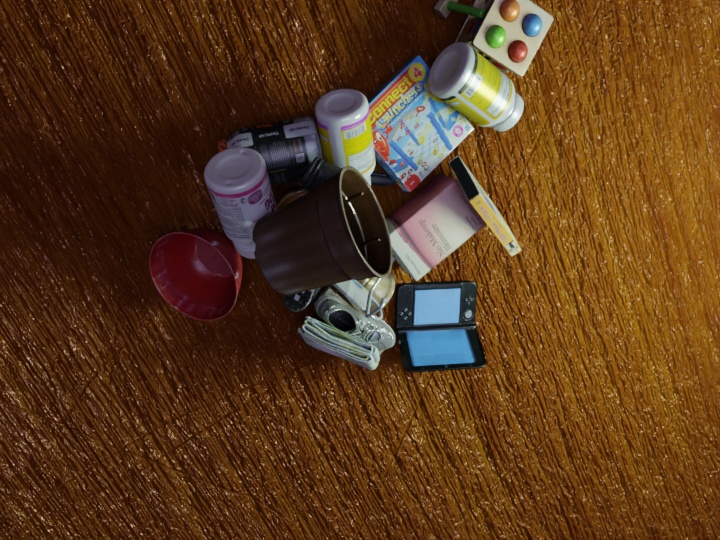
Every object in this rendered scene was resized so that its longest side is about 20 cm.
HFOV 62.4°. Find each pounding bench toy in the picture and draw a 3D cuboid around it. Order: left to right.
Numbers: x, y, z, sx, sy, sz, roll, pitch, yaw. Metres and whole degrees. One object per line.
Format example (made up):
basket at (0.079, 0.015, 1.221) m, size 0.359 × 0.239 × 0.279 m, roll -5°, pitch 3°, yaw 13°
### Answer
pounding bench toy at (0.253, -0.493, 1.190) m, size 0.198 × 0.156 × 0.125 m, roll 26°, pitch 100°, yaw -16°

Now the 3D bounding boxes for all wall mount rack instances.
wall mount rack at (0.000, 0.000, 1.219) m, size 0.074 × 0.175 × 0.200 m, roll -37°, pitch 111°, yaw 27°

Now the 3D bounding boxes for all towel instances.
towel at (-0.043, 0.163, 1.279) m, size 0.169 × 0.200 × 0.049 m, roll 24°, pitch 79°, yaw 9°

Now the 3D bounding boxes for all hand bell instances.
hand bell at (-0.029, 0.003, 1.275) m, size 0.199 × 0.104 × 0.105 m, roll 31°, pitch 98°, yaw -35°

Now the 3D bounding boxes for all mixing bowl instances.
mixing bowl at (-0.319, -0.009, 1.227) m, size 0.197 × 0.109 × 0.203 m, roll 9°, pitch 121°, yaw 15°

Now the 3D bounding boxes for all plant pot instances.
plant pot at (-0.073, -0.056, 1.058) m, size 0.196 × 0.201 × 0.202 m, roll -18°, pitch 110°, yaw 21°

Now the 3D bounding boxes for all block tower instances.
block tower at (-0.021, 0.113, 1.363) m, size 0.200 × 0.058 × 0.054 m, roll 42°, pitch 95°, yaw -20°

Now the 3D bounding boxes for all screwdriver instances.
screwdriver at (-0.022, -0.209, 1.287) m, size 0.197 × 0.028 × 0.030 m, roll 9°, pitch 73°, yaw -13°

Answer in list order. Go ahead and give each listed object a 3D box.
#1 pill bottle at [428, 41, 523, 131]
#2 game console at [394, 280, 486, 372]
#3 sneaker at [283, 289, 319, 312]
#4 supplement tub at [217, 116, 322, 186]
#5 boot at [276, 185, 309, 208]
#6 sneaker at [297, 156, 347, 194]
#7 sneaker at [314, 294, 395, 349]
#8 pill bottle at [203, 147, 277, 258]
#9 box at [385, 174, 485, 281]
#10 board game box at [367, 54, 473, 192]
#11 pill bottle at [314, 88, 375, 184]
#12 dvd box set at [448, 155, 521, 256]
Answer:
pill bottle at (0.241, -0.365, 1.211) m, size 0.199 × 0.112 × 0.113 m, roll 22°, pitch 101°, yaw -37°
game console at (0.187, 0.125, 1.372) m, size 0.197 × 0.116 × 0.179 m, roll -2°, pitch 106°, yaw -10°
sneaker at (-0.105, 0.011, 1.315) m, size 0.066 × 0.091 × 0.201 m, roll 32°, pitch 73°, yaw 2°
supplement tub at (-0.180, -0.233, 1.201) m, size 0.197 × 0.123 × 0.124 m, roll -12°, pitch 107°, yaw -8°
boot at (-0.142, -0.094, 1.276) m, size 0.197 × 0.074 × 0.157 m, roll -17°, pitch 108°, yaw 6°
sneaker at (-0.078, -0.157, 1.185) m, size 0.098 × 0.200 × 0.071 m, roll 32°, pitch 63°, yaw 1°
sneaker at (-0.010, 0.128, 1.296) m, size 0.198 × 0.082 × 0.075 m, roll 26°, pitch 100°, yaw -17°
pill bottle at (-0.217, -0.122, 1.132) m, size 0.112 × 0.114 × 0.201 m, roll -15°, pitch 142°, yaw -6°
box at (0.150, -0.096, 1.303) m, size 0.199 × 0.109 × 0.128 m, roll -39°, pitch 109°, yaw -1°
board game box at (0.105, -0.307, 1.256) m, size 0.200 × 0.056 × 0.196 m, roll -45°, pitch 109°, yaw -3°
pill bottle at (-0.025, -0.245, 1.174) m, size 0.103 × 0.105 × 0.201 m, roll -16°, pitch 139°, yaw -6°
dvd box set at (0.266, -0.137, 1.269) m, size 0.029 × 0.147 × 0.200 m, roll -33°, pitch 131°, yaw 17°
